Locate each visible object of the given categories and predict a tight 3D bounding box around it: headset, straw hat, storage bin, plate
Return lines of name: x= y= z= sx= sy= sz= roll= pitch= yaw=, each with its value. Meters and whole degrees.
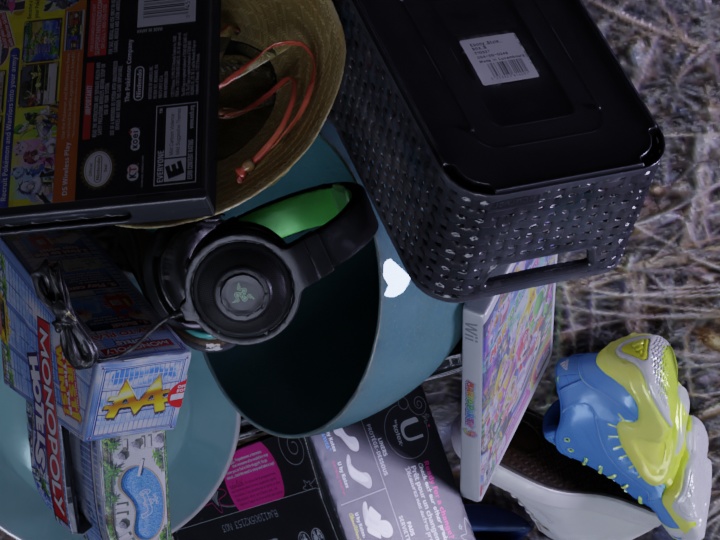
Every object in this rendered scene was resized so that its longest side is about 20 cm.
headset: x=-0.086 y=-0.007 z=1.267 sx=0.200 sy=0.123 sz=0.094 roll=-31 pitch=108 yaw=-21
straw hat: x=-0.081 y=-0.089 z=1.313 sx=0.200 sy=0.202 sz=0.085 roll=-17 pitch=148 yaw=20
storage bin: x=0.069 y=-0.093 z=1.267 sx=0.135 sy=0.200 sz=0.094 roll=-11 pitch=143 yaw=-21
plate: x=-0.180 y=0.094 z=1.494 sx=0.199 sy=0.026 sz=0.201 roll=-2 pitch=102 yaw=-10

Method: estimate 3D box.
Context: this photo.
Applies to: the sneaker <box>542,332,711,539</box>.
sneaker: x=0.195 y=0.124 z=1.635 sx=0.105 sy=0.076 sz=0.201 roll=-3 pitch=129 yaw=22

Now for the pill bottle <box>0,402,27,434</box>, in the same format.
pill bottle: x=-0.210 y=0.124 z=1.607 sx=0.115 sy=0.116 sz=0.200 roll=-12 pitch=137 yaw=16

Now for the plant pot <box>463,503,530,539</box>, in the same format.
plant pot: x=0.039 y=0.288 z=1.713 sx=0.199 sy=0.180 sz=0.200 roll=6 pitch=144 yaw=-36

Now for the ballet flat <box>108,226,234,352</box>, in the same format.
ballet flat: x=-0.116 y=-0.005 z=1.404 sx=0.073 sy=0.200 sz=0.073 roll=-18 pitch=138 yaw=-17

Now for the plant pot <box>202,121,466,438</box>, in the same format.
plant pot: x=0.000 y=0.000 z=1.426 sx=0.134 sy=0.201 sz=0.200 roll=-5 pitch=149 yaw=-39

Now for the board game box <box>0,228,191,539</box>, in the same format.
board game box: x=-0.165 y=0.083 z=1.376 sx=0.061 sy=0.200 sz=0.201 roll=-7 pitch=103 yaw=-24

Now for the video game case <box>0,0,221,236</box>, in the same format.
video game case: x=-0.170 y=-0.113 z=1.272 sx=0.180 sy=0.201 sz=0.026 roll=-5 pitch=150 yaw=7

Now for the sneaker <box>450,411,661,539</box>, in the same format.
sneaker: x=0.137 y=0.167 z=1.677 sx=0.199 sy=0.073 sz=0.085 roll=25 pitch=132 yaw=-26

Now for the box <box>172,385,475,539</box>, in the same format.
box: x=-0.031 y=0.173 z=1.556 sx=0.114 sy=0.133 sz=0.200 roll=-17 pitch=176 yaw=-38

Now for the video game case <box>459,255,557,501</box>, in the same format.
video game case: x=0.100 y=0.042 z=1.486 sx=0.018 sy=0.143 sz=0.200 roll=17 pitch=142 yaw=17

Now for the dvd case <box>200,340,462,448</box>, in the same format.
dvd case: x=0.004 y=0.080 z=1.551 sx=0.199 sy=0.149 sz=0.016 roll=-18 pitch=91 yaw=21
